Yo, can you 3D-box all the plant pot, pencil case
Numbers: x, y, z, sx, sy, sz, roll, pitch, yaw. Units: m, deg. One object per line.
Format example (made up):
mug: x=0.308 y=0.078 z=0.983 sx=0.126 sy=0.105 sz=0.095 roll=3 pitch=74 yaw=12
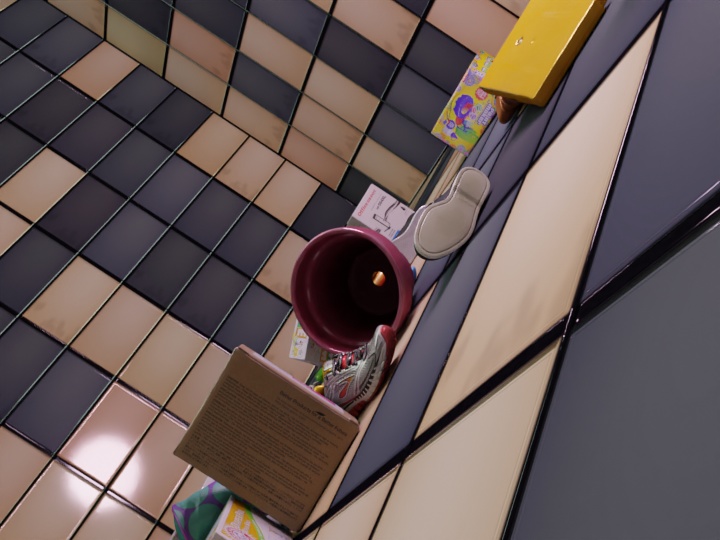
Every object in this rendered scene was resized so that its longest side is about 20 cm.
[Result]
plant pot: x=0.007 y=0.027 z=1.166 sx=0.202 sy=0.199 sz=0.179 roll=-58 pitch=-15 yaw=16
pencil case: x=-0.170 y=0.335 z=1.010 sx=0.198 sy=0.093 sz=0.085 roll=-23 pitch=-16 yaw=-29

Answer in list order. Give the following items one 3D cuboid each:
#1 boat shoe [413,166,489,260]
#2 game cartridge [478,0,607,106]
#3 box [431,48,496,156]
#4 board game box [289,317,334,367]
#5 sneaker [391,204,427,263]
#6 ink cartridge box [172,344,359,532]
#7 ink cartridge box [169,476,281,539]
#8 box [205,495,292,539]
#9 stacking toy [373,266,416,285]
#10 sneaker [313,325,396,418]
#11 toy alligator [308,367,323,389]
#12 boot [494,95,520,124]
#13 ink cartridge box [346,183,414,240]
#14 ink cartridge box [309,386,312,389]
boat shoe: x=0.124 y=-0.071 z=1.012 sx=0.201 sy=0.074 sz=0.066 roll=-59 pitch=0 yaw=-39
game cartridge: x=0.278 y=-0.346 z=1.083 sx=0.178 sy=0.032 sz=0.200 roll=-58 pitch=24 yaw=10
box: x=0.305 y=-0.451 z=1.877 sx=0.201 sy=0.121 sz=0.193 roll=-58 pitch=2 yaw=36
board game box: x=-0.053 y=0.111 z=1.283 sx=0.199 sy=0.034 sz=0.137 roll=30 pitch=-112 yaw=-59
sneaker: x=0.111 y=-0.065 z=1.676 sx=0.201 sy=0.070 sz=0.099 roll=-53 pitch=-1 yaw=0
ink cartridge box: x=-0.125 y=0.223 z=0.950 sx=0.166 sy=0.198 sz=0.075 roll=-57 pitch=2 yaw=-5
ink cartridge box: x=-0.233 y=0.445 z=1.169 sx=0.202 sy=0.145 sz=0.147 roll=-58 pitch=2 yaw=9
box: x=-0.150 y=0.364 z=0.843 sx=0.114 sy=0.100 sz=0.200 roll=-59 pitch=1 yaw=-8
stacking toy: x=0.000 y=0.000 z=1.351 sx=0.111 sy=0.198 sz=0.116 roll=-57 pitch=2 yaw=-12
sneaker: x=-0.014 y=0.150 z=0.998 sx=0.201 sy=0.081 sz=0.078 roll=-57 pitch=1 yaw=33
toy alligator: x=-0.083 y=0.263 z=1.883 sx=0.054 sy=0.060 sz=0.202 roll=2 pitch=-50 yaw=-41
boot: x=0.281 y=-0.325 z=1.277 sx=0.201 sy=0.073 sz=0.156 roll=-61 pitch=-5 yaw=-35
ink cartridge box: x=0.075 y=-0.162 z=2.288 sx=0.147 sy=0.198 sz=0.084 roll=-58 pitch=2 yaw=-25
ink cartridge box: x=-0.110 y=0.291 z=1.192 sx=0.039 sy=0.101 sz=0.200 roll=-14 pitch=16 yaw=17
